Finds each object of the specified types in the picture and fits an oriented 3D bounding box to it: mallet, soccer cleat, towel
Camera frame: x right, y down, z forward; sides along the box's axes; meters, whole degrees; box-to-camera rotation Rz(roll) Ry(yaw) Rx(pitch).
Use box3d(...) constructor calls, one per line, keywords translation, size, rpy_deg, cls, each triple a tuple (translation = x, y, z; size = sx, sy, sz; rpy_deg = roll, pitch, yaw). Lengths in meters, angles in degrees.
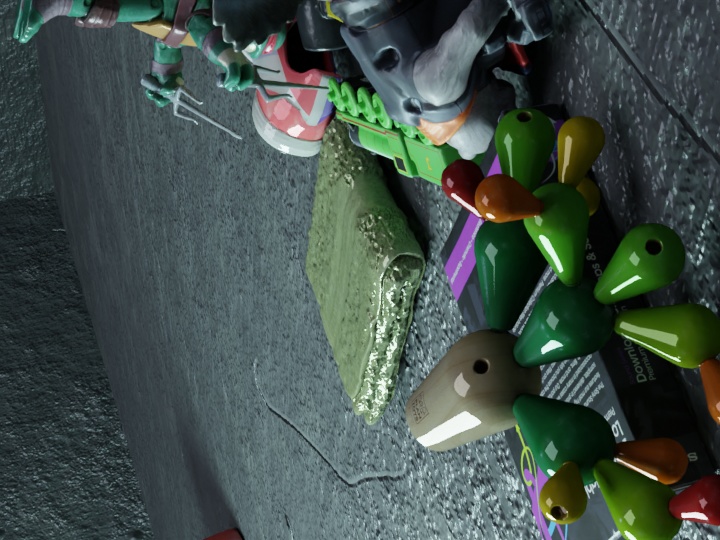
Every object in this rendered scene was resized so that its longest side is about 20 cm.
box3d(translation=(-0.002, -0.146, 0.929), size=(0.200, 0.041, 0.066), rpy_deg=(-123, 24, -59), cls="mallet")
box3d(translation=(-0.053, -0.169, 1.082), size=(0.073, 0.068, 0.200), rpy_deg=(-59, 33, 36), cls="soccer cleat")
box3d(translation=(0.000, 0.000, 1.054), size=(0.200, 0.036, 0.148), rpy_deg=(98, 156, -52), cls="towel")

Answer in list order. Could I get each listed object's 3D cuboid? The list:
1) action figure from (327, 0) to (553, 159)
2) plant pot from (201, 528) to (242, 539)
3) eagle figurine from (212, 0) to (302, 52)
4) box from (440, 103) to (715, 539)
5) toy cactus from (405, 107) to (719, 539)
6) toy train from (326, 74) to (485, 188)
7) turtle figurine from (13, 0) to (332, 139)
box3d(translation=(0.008, -0.134, 0.752), size=(0.193, 0.105, 0.200), rpy_deg=(48, 178, -10), cls="action figure")
box3d(translation=(-0.223, 0.445, 1.908), size=(0.200, 0.177, 0.201), rpy_deg=(168, 90, -74), cls="plant pot")
box3d(translation=(-0.085, -0.253, 0.881), size=(0.152, 0.151, 0.200), rpy_deg=(54, 136, 27), cls="eagle figurine")
box3d(translation=(0.098, 0.040, 0.735), size=(0.143, 0.036, 0.200), rpy_deg=(110, 147, -60), cls="box")
box3d(translation=(0.072, 0.035, 0.635), size=(0.165, 0.102, 0.200), rpy_deg=(-42, 65, 44), cls="toy cactus")
box3d(translation=(0.027, -0.086, 0.893), size=(0.200, 0.042, 0.056), rpy_deg=(-146, 36, -68), cls="toy train")
box3d(translation=(-0.122, -0.155, 0.988), size=(0.150, 0.200, 0.101), rpy_deg=(161, 119, -70), cls="turtle figurine")
